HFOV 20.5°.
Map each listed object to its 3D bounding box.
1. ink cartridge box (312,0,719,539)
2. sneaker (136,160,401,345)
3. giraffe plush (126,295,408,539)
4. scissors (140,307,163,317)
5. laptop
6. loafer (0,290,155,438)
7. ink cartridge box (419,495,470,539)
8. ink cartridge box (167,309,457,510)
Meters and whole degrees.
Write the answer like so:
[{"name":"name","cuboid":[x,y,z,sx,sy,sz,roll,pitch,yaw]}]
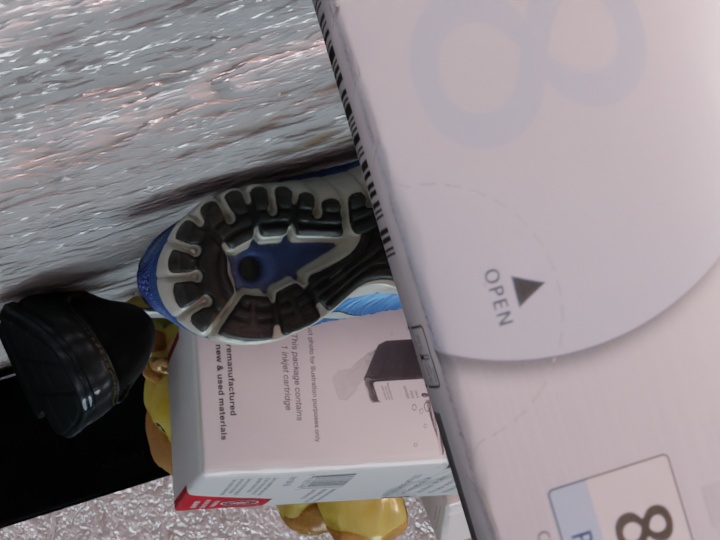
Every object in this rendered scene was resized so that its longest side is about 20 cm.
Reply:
[{"name":"ink cartridge box","cuboid":[0.104,-0.018,0.421,0.198,0.162,0.047,-17,178,-1]},{"name":"sneaker","cuboid":[-0.004,-0.016,0.837,0.198,0.080,0.089,-8,-176,-28]},{"name":"giraffe plush","cuboid":[-0.063,0.079,1.229,0.161,0.202,0.172,-8,-163,-39]},{"name":"scissors","cuboid":[-0.078,0.026,1.153,0.198,0.014,0.073,-3,175,-2]},{"name":"laptop","cuboid":[-0.255,0.132,1.568,0.185,0.117,0.200,-16,177,-14]},{"name":"loafer","cuboid":[-0.140,0.037,1.014,0.072,0.073,0.200,-25,-172,-12]},{"name":"ink cartridge box","cuboid":[0.071,0.064,1.304,0.116,0.201,0.068,-16,151,-11]},{"name":"ink cartridge box","cuboid":[0.012,0.062,0.956,0.198,0.085,0.144,-1,167,-11]}]
